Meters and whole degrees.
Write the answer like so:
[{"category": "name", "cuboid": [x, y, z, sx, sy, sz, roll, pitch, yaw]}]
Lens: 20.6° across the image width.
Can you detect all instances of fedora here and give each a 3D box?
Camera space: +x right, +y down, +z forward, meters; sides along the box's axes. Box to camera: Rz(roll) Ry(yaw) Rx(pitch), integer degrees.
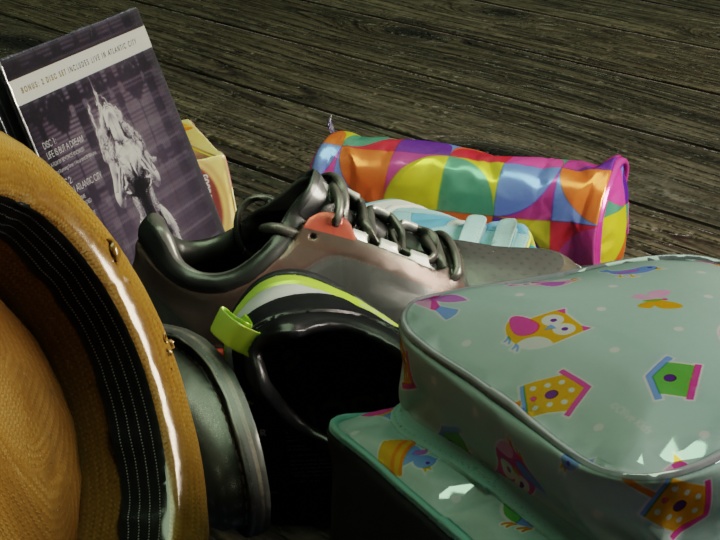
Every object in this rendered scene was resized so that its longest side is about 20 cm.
[{"category": "fedora", "cuboid": [-0.123, 0.052, 0.620, 0.081, 0.202, 0.201, -22, 8, 21]}]

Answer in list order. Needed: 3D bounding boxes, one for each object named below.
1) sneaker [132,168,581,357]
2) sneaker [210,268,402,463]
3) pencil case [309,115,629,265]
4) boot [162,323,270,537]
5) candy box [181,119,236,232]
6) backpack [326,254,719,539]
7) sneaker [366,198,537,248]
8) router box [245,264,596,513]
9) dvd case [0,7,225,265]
[{"category": "sneaker", "cuboid": [0.000, 0.000, 0.812, 0.198, 0.083, 0.077, -6, 19, -13]}, {"category": "sneaker", "cuboid": [0.031, 0.068, 0.743, 0.199, 0.072, 0.083, 26, 8, -6]}, {"category": "pencil case", "cuboid": [0.062, -0.038, 1.180, 0.198, 0.089, 0.088, 9, 18, 21]}, {"category": "boot", "cuboid": [-0.147, 0.067, 0.727, 0.173, 0.070, 0.200, -25, 42, -32]}, {"category": "candy box", "cuboid": [-0.168, -0.024, 0.997, 0.198, 0.056, 0.115, -12, 16, -11]}, {"category": "backpack", "cuboid": [0.104, 0.081, 0.646, 0.199, 0.155, 0.175, -3, 20, -33]}, {"category": "sneaker", "cuboid": [0.023, 0.008, 1.026, 0.130, 0.080, 0.199, 10, 19, 33]}, {"category": "router box", "cuboid": [0.042, 0.049, 0.872, 0.198, 0.052, 0.149, -4, 21, 11]}, {"category": "dvd case", "cuboid": [-0.096, -0.010, 0.883, 0.016, 0.201, 0.149, -17, 10, 21]}]
